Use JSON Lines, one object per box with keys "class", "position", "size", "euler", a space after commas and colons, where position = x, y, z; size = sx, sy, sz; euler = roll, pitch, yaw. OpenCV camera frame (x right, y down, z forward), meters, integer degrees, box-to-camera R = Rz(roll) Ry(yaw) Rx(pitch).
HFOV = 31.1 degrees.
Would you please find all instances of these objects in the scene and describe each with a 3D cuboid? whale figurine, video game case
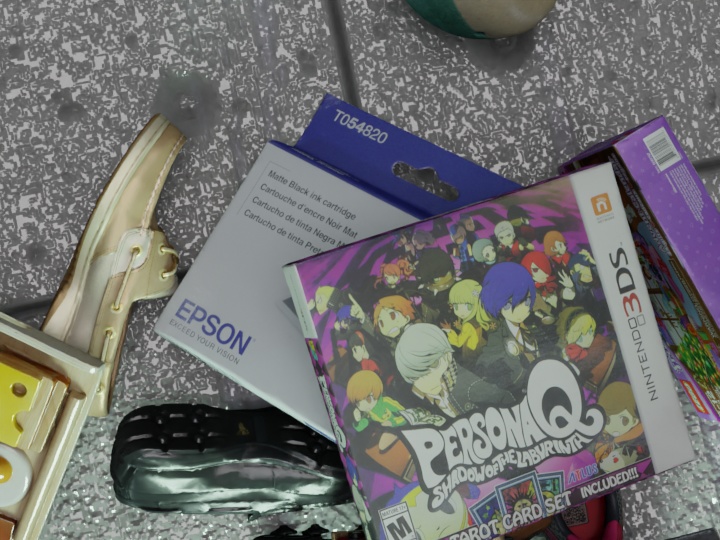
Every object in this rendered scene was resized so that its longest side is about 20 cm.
{"class": "whale figurine", "position": [0.072, -0.249, 0.826], "size": [0.103, 0.159, 0.202], "euler": [2, 88, 33]}
{"class": "video game case", "position": [0.076, 0.053, 0.734], "size": [0.198, 0.036, 0.183], "euler": [-17, 93, -13]}

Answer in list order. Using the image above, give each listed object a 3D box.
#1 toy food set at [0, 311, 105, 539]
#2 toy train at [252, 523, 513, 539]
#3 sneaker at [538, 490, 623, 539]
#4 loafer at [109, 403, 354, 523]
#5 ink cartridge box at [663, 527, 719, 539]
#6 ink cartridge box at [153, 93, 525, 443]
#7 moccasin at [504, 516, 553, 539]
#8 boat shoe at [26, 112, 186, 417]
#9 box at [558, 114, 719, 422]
{"class": "toy food set", "position": [-0.255, 0.107, 0.796], "size": [0.142, 0.061, 0.201], "euler": [25, 113, -3]}
{"class": "toy train", "position": [0.010, 0.174, 0.797], "size": [0.199, 0.046, 0.034], "euler": [-9, 82, 35]}
{"class": "sneaker", "position": [0.132, 0.094, 0.847], "size": [0.080, 0.075, 0.202], "euler": [-19, 90, -4]}
{"class": "loafer", "position": [-0.063, 0.128, 0.843], "size": [0.198, 0.068, 0.071], "euler": [3, 128, -13]}
{"class": "ink cartridge box", "position": [0.111, 0.214, 0.794], "size": [0.196, 0.200, 0.044], "euler": [-14, 69, -5]}
{"class": "ink cartridge box", "position": [0.000, 0.000, 0.807], "size": [0.198, 0.041, 0.201], "euler": [27, 80, 24]}
{"class": "moccasin", "position": [0.051, 0.084, 0.828], "size": [0.077, 0.074, 0.203], "euler": [-15, 80, -20]}
{"class": "boat shoe", "position": [-0.149, 0.000, 0.832], "size": [0.069, 0.074, 0.201], "euler": [25, 97, -6]}
{"class": "box", "position": [0.205, 0.005, 0.822], "size": [0.039, 0.137, 0.201], "euler": [-30, 91, -5]}
